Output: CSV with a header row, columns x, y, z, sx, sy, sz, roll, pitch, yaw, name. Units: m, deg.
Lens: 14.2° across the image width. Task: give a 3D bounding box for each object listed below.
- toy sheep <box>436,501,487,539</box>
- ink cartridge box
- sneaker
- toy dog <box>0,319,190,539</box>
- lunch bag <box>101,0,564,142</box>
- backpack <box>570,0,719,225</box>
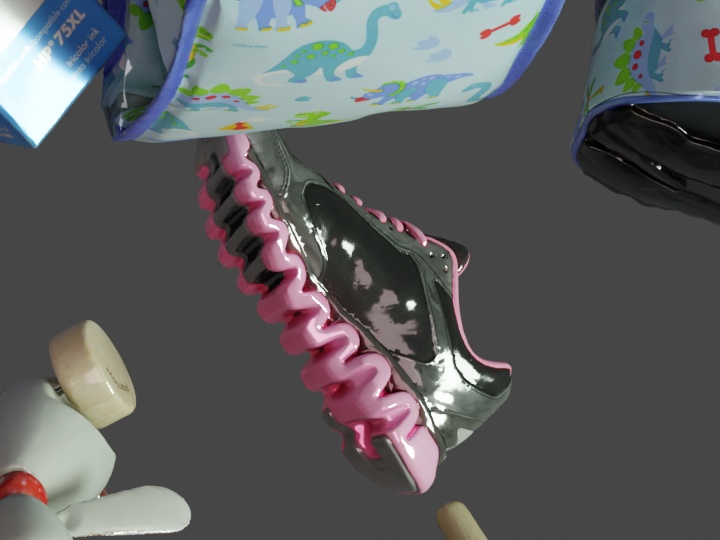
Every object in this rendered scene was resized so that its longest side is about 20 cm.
x,y,z,sx,sy,sz,roll,pitch,yaw,name
0.069,0.189,1.306,0.137,0.200,0.139,-12,62,24,toy sheep
-0.202,-0.143,1.178,0.067,0.116,0.200,-52,121,-16,ink cartridge box
0.000,0.000,1.330,0.095,0.079,0.201,-34,98,-18,sneaker
-0.137,0.112,1.291,0.131,0.200,0.097,-23,116,27,toy dog
-0.017,-0.120,1.210,0.169,0.200,0.128,-7,64,-14,lunch bag
0.197,-0.088,1.261,0.199,0.183,0.148,11,75,-4,backpack
